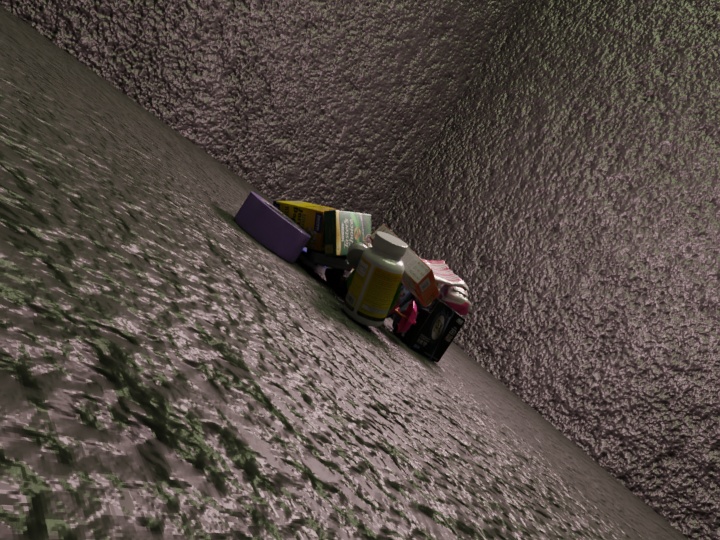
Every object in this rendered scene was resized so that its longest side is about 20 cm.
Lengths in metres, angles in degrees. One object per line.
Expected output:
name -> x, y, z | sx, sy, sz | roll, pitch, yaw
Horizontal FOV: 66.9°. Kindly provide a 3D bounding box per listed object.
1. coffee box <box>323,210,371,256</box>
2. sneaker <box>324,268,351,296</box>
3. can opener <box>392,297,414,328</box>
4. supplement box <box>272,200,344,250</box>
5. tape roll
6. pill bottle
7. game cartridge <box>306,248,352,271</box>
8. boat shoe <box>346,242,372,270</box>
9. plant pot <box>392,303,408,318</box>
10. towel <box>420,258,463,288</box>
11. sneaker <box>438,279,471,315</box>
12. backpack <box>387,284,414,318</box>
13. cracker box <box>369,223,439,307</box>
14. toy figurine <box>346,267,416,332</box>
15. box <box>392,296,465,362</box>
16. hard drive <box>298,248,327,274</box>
coffee box -> -0.033, -0.102, 1.543 | 0.043, 0.128, 0.198 | 0, 0, 31
sneaker -> -0.019, 0.064, 1.561 | 0.198, 0.076, 0.106 | 37, 14, 17
can opener -> 0.162, 0.106, 1.700 | 0.053, 0.204, 0.067 | 20, 16, -47
supplement box -> -0.155, -0.133, 1.583 | 0.195, 0.113, 0.108 | 15, 14, 33
tape roll -> -0.232, -0.114, 1.444 | 0.197, 0.086, 0.200 | 37, 2, -1
pill bottle -> 0.040, 0.019, 1.302 | 0.109, 0.206, 0.113 | 20, 15, -6
game cartridge -> -0.096, -0.045, 1.605 | 0.128, 0.043, 0.200 | 9, 12, -9
boat shoe -> 0.010, -0.041, 1.511 | 0.068, 0.072, 0.201 | 0, -24, 16
plant pot -> 0.192, 0.146, 2.098 | 0.198, 0.136, 0.200 | 37, 2, -2
towel -> 0.220, -0.003, 1.663 | 0.141, 0.031, 0.201 | 12, 15, -14
sneaker -> 0.292, 0.069, 1.674 | 0.080, 0.090, 0.200 | 34, 3, -18
backpack -> 0.091, 0.057, 1.688 | 0.136, 0.181, 0.200 | 54, 9, 12
cracker box -> 0.115, -0.013, 1.419 | 0.200, 0.057, 0.135 | 47, -7, 32
toy figurine -> 0.074, 0.092, 1.485 | 0.198, 0.152, 0.184 | 32, -7, 46
box -> 0.213, 0.170, 1.669 | 0.086, 0.166, 0.199 | 36, 1, 41
hard drive -> -0.200, -0.068, 1.709 | 0.199, 0.026, 0.131 | 40, 4, 32
